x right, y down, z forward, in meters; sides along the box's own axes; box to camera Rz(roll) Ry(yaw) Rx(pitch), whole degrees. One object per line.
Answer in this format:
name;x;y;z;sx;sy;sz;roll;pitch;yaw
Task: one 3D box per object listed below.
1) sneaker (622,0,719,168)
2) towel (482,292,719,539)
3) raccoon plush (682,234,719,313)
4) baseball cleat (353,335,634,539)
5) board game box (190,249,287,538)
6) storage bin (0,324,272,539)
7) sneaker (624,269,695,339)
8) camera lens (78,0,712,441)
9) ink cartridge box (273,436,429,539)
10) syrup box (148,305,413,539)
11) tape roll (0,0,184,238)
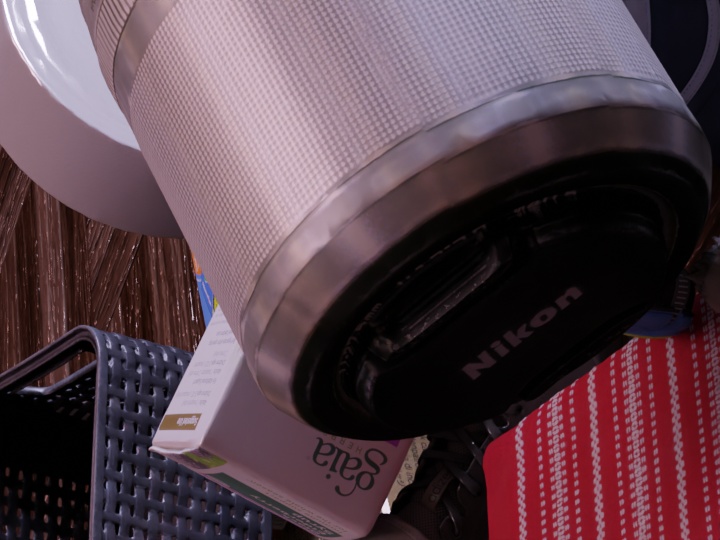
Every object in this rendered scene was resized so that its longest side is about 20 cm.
sneaker;0.118;-0.138;0.980;0.070;0.108;0.201;-175;94;-71
towel;0.109;0.083;0.976;0.200;0.022;0.145;-39;42;42
raccoon plush;0.175;-0.050;0.856;0.201;0.096;0.134;-60;4;-9
baseball cleat;0.047;0.080;1.104;0.070;0.106;0.201;23;113;40
board game box;-0.045;0.014;1.300;0.201;0.019;0.103;-104;30;-42
storage bin;-0.112;0.141;1.239;0.135;0.093;0.201;-29;53;50
sneaker;0.048;-0.049;1.010;0.083;0.071;0.200;-51;60;13
camera lens;0.007;-0.059;0.904;0.201;0.159;0.160;62;145;26
ink cartridge box;-0.020;0.130;1.334;0.201;0.075;0.165;-102;25;-44
syrup box;0.000;0.000;1.113;0.201;0.078;0.081;-65;15;-12
tape roll;-0.105;-0.120;1.513;0.071;0.201;0.203;121;152;-51
